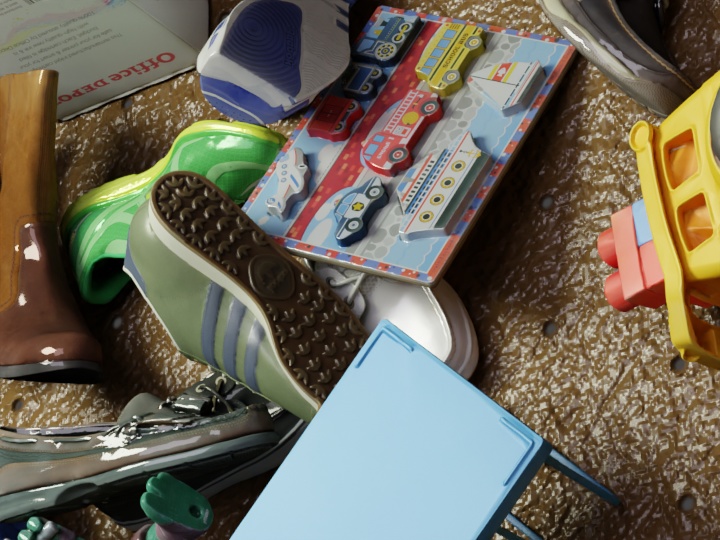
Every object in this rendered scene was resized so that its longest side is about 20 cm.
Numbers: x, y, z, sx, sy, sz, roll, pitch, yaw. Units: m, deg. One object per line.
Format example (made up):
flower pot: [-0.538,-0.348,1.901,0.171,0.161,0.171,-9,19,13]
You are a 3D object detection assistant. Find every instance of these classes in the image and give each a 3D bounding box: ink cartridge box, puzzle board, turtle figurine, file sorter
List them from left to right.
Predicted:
ink cartridge box: [-0.218,-0.197,1.692,0.147,0.200,0.086,-18,59,28]
turtle figurine: [-0.156,0.213,1.500,0.200,0.100,0.151,-43,58,41]
puzzle board: [0.026,-0.083,1.527,0.150,0.017,0.201,13,57,32]
file sorter: [0.029,0.160,1.398,0.139,0.123,0.201,36,93,40]

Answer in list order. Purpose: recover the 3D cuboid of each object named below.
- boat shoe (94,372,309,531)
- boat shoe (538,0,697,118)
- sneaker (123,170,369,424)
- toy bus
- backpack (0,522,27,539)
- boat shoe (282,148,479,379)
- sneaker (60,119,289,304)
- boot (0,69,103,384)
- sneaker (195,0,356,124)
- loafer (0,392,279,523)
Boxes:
boat shoe: [-0.091,0.098,1.556,0.200,0.057,0.069,-36,52,18]
boat shoe: [0.147,-0.172,1.500,0.073,0.074,0.200,-44,52,11]
sneaker: [-0.067,0.035,1.508,0.067,0.200,0.090,-42,-2,-39]
toy bus: [0.217,-0.007,1.346,0.192,0.135,0.201,-32,55,36]
backpack: [-0.304,0.189,1.607,0.199,0.163,0.169,-22,61,12]
boat shoe: [0.000,0.000,1.526,0.071,0.069,0.200,-42,52,4]
sneaker: [-0.115,-0.035,1.630,0.199,0.074,0.084,-30,58,36]
boot: [-0.204,-0.030,1.631,0.188,0.068,0.202,-162,78,-72]
sneaker: [-0.059,-0.134,1.605,0.115,0.080,0.200,-52,8,35]
loafer: [-0.145,0.103,1.512,0.199,0.072,0.063,-17,79,23]
